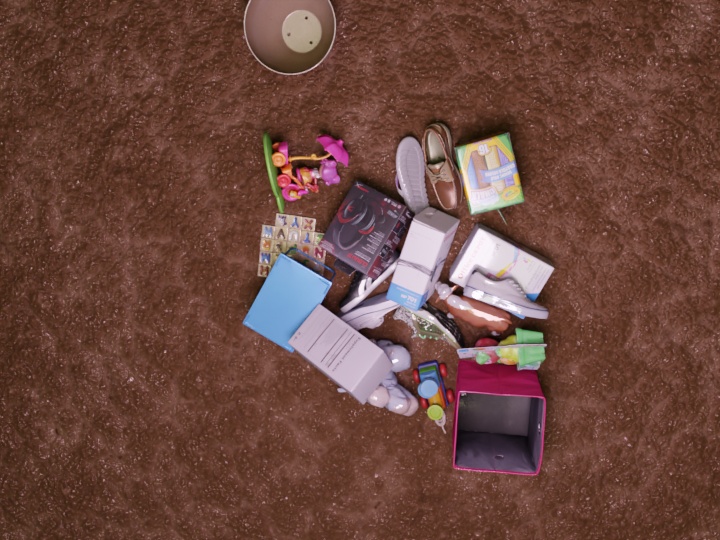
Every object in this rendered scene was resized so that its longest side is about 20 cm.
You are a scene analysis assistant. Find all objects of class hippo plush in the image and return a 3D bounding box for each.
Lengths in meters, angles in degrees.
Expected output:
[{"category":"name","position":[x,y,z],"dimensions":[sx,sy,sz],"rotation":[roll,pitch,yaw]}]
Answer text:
[{"category":"hippo plush","position":[0.074,0.257,1.719],"dimensions":[0.159,0.200,0.161],"rotation":[22,81,-26]}]

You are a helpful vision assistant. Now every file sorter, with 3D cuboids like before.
[{"category":"file sorter","position":[-0.166,0.063,1.691],"dimensions":[0.139,0.123,0.200],"rotation":[30,106,-1]}]

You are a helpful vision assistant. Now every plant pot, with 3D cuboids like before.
[{"category":"plant pot","position":[-0.141,-0.534,1.545],"dimensions":[0.200,0.134,0.201],"rotation":[2,104,8]}]

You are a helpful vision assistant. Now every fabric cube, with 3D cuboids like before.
[{"category":"fabric cube","position":[0.322,0.344,1.661],"dimensions":[0.199,0.199,0.197],"rotation":[3,103,7]}]

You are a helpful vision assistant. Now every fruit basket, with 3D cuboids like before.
[{"category":"fruit basket","position":[0.329,0.195,1.637],"dimensions":[0.199,0.185,0.094],"rotation":[-11,75,7]}]

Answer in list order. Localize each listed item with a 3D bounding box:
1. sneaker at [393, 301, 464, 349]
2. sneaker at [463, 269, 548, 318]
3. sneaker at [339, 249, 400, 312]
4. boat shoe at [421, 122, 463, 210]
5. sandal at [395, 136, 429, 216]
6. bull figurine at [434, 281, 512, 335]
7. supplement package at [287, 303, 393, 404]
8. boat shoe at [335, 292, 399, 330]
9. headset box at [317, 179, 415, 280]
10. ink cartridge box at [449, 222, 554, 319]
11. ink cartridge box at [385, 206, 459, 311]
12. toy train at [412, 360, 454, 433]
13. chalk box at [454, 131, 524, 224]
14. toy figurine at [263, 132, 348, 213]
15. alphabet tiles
[{"category":"sneaker","position":[0.164,0.138,1.706],"dimensions":[0.200,0.077,0.089],"rotation":[39,115,5]},{"category":"sneaker","position":[0.334,0.054,1.570],"dimensions":[0.199,0.073,0.071],"rotation":[19,92,-5]},{"category":"sneaker","position":[0.000,0.000,1.693],"dimensions":[0.200,0.073,0.112],"rotation":[-43,90,8]},{"category":"boat shoe","position":[0.178,-0.235,1.597],"dimensions":[0.075,0.074,0.201],"rotation":[-11,99,30]},{"category":"sandal","position":[0.111,-0.208,1.631],"dimensions":[0.050,0.082,0.203],"rotation":[8,112,50]},{"category":"bull figurine","position":[0.259,0.093,1.643],"dimensions":[0.200,0.121,0.065],"rotation":[26,81,11]},{"category":"supplement package","position":[-0.044,0.193,1.614],"dimensions":[0.200,0.121,0.120],"rotation":[34,78,25]},{"category":"boat shoe","position":[0.025,0.108,1.707],"dimensions":[0.200,0.074,0.065],"rotation":[-21,105,30]},{"category":"headset box","position":[0.008,-0.084,1.615],"dimensions":[0.148,0.075,0.200],"rotation":[31,91,24]},{"category":"ink cartridge box","position":[0.325,-0.001,1.636],"dimensions":[0.200,0.085,0.145],"rotation":[28,106,2]},{"category":"ink cartridge box","position":[0.143,-0.028,1.603],"dimensions":[0.086,0.146,0.200],"rotation":[25,115,13]},{"category":"toy train","position":[0.188,0.334,1.719],"dimensions":[0.084,0.116,0.201],"rotation":[-14,101,11]},{"category":"chalk box","position":[0.292,-0.199,1.573],"dimensions":[0.124,0.125,0.201],"rotation":[-13,100,10]},{"category":"toy figurine","position":[-0.116,-0.238,1.629],"dimensions":[0.184,0.150,0.200],"rotation":[-9,124,0]},{"category":"alphabet tiles","position":[-0.169,-0.038,1.734],"dimensions":[0.166,0.006,0.201],"rotation":[9,105,5]}]
